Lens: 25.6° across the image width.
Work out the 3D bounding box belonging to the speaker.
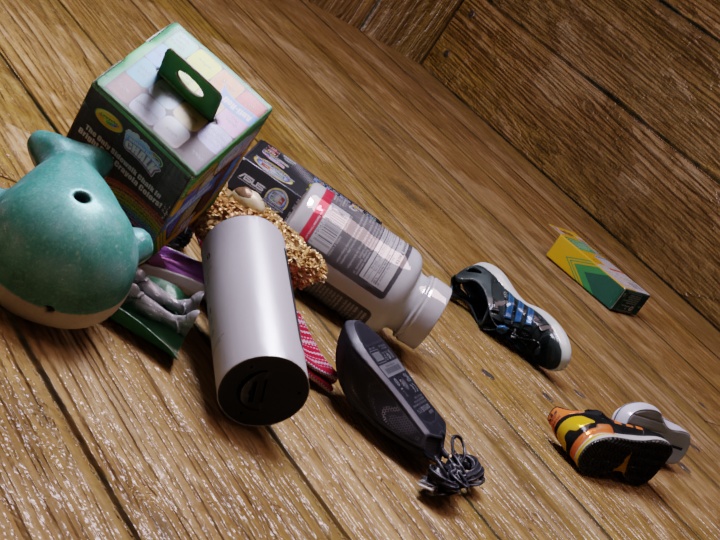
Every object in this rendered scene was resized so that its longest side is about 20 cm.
[{"bbox_3d":[-0.095,0.041,1.386,0.081,0.081,0.201,27,28,-28],"label":"speaker"}]

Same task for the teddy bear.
[{"bbox_3d":[-0.098,-0.039,1.597,0.200,0.067,0.145,33,13,-49],"label":"teddy bear"}]

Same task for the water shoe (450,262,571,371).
[{"bbox_3d":[0.198,0.073,2.147,0.079,0.072,0.200,-19,51,-39],"label":"water shoe"}]

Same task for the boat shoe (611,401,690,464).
[{"bbox_3d":[0.358,0.209,2.052,0.067,0.074,0.200,26,-4,36],"label":"boat shoe"}]

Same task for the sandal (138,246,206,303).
[{"bbox_3d":[-0.207,-0.029,1.508,0.202,0.050,0.083,24,17,-42],"label":"sandal"}]

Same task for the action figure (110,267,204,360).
[{"bbox_3d":[-0.232,-0.004,1.371,0.199,0.055,0.118,28,18,-11],"label":"action figure"}]

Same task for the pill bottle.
[{"bbox_3d":[0.000,0.000,1.779,0.199,0.111,0.111,34,13,-5],"label":"pill bottle"}]

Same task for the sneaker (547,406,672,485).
[{"bbox_3d":[0.300,0.199,1.908,0.199,0.070,0.090,15,27,-50],"label":"sneaker"}]

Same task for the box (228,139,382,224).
[{"bbox_3d":[-0.069,-0.086,2.046,0.199,0.044,0.160,34,13,-2],"label":"box"}]

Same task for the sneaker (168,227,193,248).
[{"bbox_3d":[-0.231,-0.079,1.585,0.079,0.075,0.200,10,-11,36],"label":"sneaker"}]

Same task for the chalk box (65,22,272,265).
[{"bbox_3d":[-0.173,-0.124,1.411,0.125,0.200,0.124,43,48,1],"label":"chalk box"}]

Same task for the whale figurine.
[{"bbox_3d":[-0.237,-0.050,1.284,0.158,0.104,0.201,18,42,-17],"label":"whale figurine"}]

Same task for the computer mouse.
[{"bbox_3d":[0.033,0.139,1.520,0.201,0.053,0.138,53,15,12],"label":"computer mouse"}]

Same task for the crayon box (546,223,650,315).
[{"bbox_3d":[0.429,-0.001,2.936,0.200,0.052,0.125,44,16,29],"label":"crayon box"}]

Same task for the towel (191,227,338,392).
[{"bbox_3d":[-0.097,0.029,1.577,0.144,0.022,0.200,41,9,-33],"label":"towel"}]
